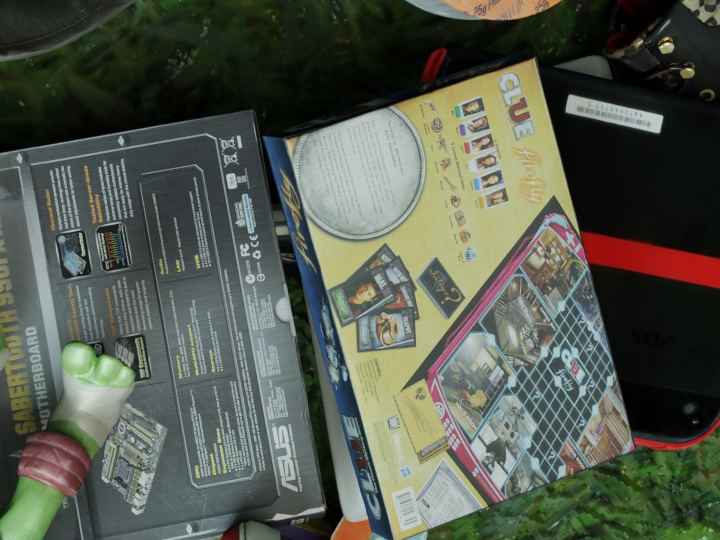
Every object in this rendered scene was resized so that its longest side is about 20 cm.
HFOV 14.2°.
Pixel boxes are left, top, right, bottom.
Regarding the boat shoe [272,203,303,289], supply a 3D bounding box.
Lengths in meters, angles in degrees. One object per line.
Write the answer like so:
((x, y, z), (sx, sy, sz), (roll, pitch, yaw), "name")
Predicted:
((0.000, 0.000, 1.488), (0.199, 0.075, 0.063), (7, 91, -24), "boat shoe")

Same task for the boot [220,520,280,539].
((-0.109, 0.204, 1.386), (0.143, 0.073, 0.201), (7, 119, -5), "boot")

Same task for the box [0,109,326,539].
((-0.110, 0.035, 1.399), (0.157, 0.048, 0.202), (-11, 84, -4), "box")

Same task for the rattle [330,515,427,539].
((-0.047, 0.208, 1.522), (0.130, 0.142, 0.202), (-7, 100, -47), "rattle")

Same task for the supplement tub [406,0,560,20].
((0.040, -0.191, 1.353), (0.122, 0.200, 0.123), (-6, 112, -14), "supplement tub")

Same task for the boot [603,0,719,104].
((0.181, -0.074, 1.506), (0.150, 0.073, 0.200), (41, 84, -26), "boot")

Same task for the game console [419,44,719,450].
((0.107, -0.008, 1.444), (0.199, 0.031, 0.178), (11, 91, -22), "game console")

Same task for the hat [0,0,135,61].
((-0.175, -0.164, 1.357), (0.199, 0.202, 0.081), (-9, 154, -13), "hat")

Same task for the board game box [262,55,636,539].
((0.044, 0.012, 1.387), (0.135, 0.035, 0.201), (-18, 101, -18), "board game box")

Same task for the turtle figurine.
((-0.184, 0.110, 1.279), (0.200, 0.143, 0.195), (37, 62, -38), "turtle figurine")

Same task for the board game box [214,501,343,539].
((-0.099, 0.201, 1.552), (0.165, 0.057, 0.201), (24, 103, -22), "board game box")

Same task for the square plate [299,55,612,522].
((0.064, 0.008, 1.470), (0.199, 0.028, 0.200), (-17, 104, -27), "square plate")
